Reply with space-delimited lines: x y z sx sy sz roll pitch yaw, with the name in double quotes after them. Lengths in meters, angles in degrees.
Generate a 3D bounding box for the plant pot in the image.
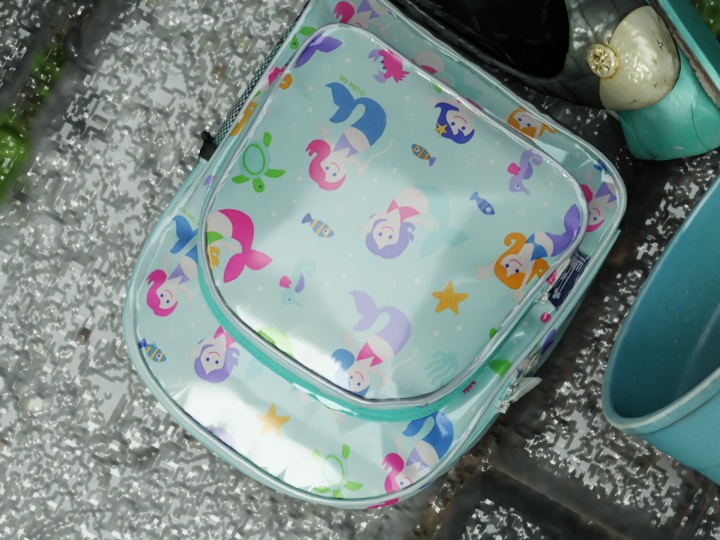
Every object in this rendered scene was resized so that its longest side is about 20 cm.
0.233 0.036 1.217 0.188 0.200 0.200 36 87 -11 "plant pot"

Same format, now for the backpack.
0.000 0.000 1.249 0.177 0.151 0.200 36 92 4 "backpack"

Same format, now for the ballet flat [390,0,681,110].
0.048 -0.117 1.268 0.200 0.057 0.067 29 119 26 "ballet flat"

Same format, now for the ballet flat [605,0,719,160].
0.097 -0.136 1.295 0.070 0.067 0.201 -29 82 19 "ballet flat"
